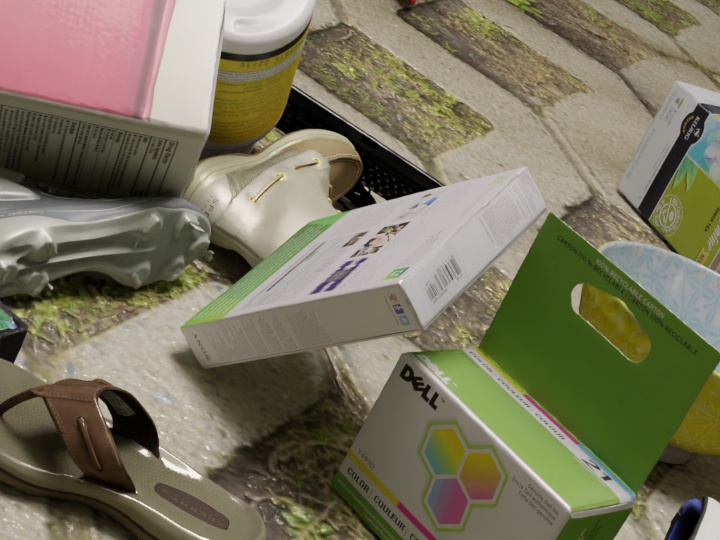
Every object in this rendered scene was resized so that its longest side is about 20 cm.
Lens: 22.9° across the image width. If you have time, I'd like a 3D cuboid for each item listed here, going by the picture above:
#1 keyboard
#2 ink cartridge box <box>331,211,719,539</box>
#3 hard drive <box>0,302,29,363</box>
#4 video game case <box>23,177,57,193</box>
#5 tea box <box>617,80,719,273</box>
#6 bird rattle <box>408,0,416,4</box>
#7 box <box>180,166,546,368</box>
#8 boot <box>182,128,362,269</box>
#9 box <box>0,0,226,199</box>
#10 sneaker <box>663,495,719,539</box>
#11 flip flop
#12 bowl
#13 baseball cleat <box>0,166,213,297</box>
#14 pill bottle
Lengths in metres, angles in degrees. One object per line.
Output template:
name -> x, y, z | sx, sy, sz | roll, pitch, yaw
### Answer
keyboard -> -0.006, -0.077, 1.426 | 0.199, 0.040, 0.104 | 34, -18, 3
ink cartridge box -> 0.091, 0.088, 1.022 | 0.075, 0.201, 0.148 | -2, 36, -49
hard drive -> -0.291, 0.022, 0.944 | 0.139, 0.038, 0.199 | 37, 25, 19
video game case -> -0.273, -0.145, 1.253 | 0.199, 0.023, 0.183 | 28, 43, -2
tea box -> 0.402, -0.068, 1.775 | 0.198, 0.134, 0.197 | 11, 27, -34
bird rattle -> 0.004, -0.388, 2.050 | 0.199, 0.114, 0.163 | 19, 8, -26
box -> 0.000, 0.000, 1.095 | 0.144, 0.199, 0.037 | -41, 111, -41
boot -> -0.026, -0.030, 1.302 | 0.154, 0.073, 0.199 | 38, 30, 23
box -> -0.197, -0.127, 1.147 | 0.198, 0.128, 0.110 | 11, 67, -12
sneaker -> 0.257, 0.195, 1.138 | 0.198, 0.081, 0.115 | 7, 33, -38
flip flop -> -0.133, 0.093, 0.942 | 0.199, 0.058, 0.081 | 30, 27, -5
bowl -> 0.236, 0.078, 1.323 | 0.199, 0.108, 0.201 | 24, 23, -11
baseball cleat -> -0.185, -0.035, 1.138 | 0.106, 0.070, 0.199 | 42, 26, 28
pill bottle -> -0.101, -0.158, 1.309 | 0.110, 0.200, 0.112 | 5, 62, -9
